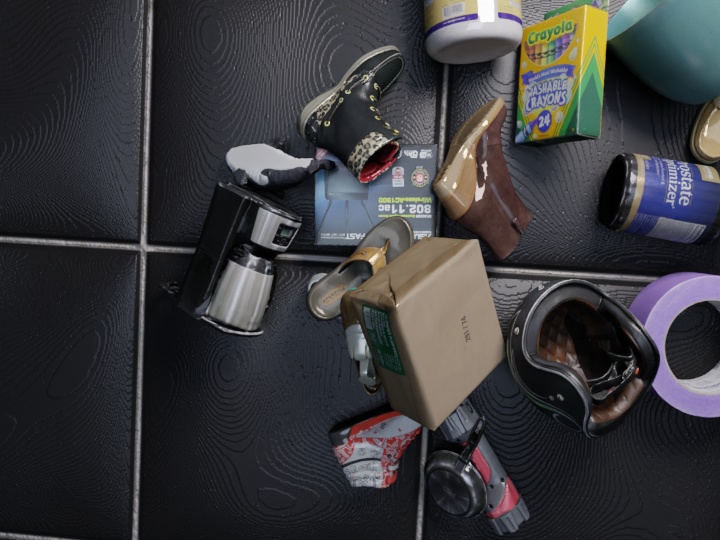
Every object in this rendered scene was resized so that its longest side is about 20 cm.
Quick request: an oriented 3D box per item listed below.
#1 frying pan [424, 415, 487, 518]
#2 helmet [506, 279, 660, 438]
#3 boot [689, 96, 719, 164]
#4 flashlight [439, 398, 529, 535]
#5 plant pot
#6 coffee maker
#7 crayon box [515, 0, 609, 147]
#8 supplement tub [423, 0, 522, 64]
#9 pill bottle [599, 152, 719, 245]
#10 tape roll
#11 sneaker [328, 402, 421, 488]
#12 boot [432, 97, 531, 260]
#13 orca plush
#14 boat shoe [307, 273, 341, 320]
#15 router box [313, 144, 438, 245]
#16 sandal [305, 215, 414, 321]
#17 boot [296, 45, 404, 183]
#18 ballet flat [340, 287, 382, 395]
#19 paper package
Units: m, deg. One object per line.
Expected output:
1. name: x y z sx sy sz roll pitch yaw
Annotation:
1. frying pan: 0.162 0.316 0.927 0.116 0.031 0.191 50 132 13
2. helmet: 0.303 0.117 0.871 0.201 0.199 0.191 -50 47 5
3. boot: 0.561 -0.247 0.847 0.072 0.155 0.202 38 95 1
4. flashlight: 0.188 0.309 0.956 0.068 0.067 0.203 -34 87 42
5. plant pot: 0.462 -0.334 0.838 0.161 0.201 0.201 43 96 -9
6. coffee maker: -0.204 -0.027 0.932 0.187 0.135 0.205 22 94 4
7. crayon box: 0.289 -0.291 0.880 0.050 0.125 0.207 2 93 -28
8. supplement tub: 0.158 -0.419 0.875 0.141 0.145 0.207 -3 93 5
9. pill bottle: 0.463 -0.100 0.886 0.194 0.112 0.116 10 94 4
10. tape roll: 0.503 0.107 0.908 0.193 0.085 0.207 0 93 5
11. sneaker: 0.054 0.272 0.963 0.197 0.067 0.111 -22 92 9
12. boot: 0.206 -0.141 0.933 0.166 0.072 0.203 40 72 -20
13. orca plush: -0.123 -0.148 0.938 0.194 0.107 0.072 -1 138 26
14. boat shoe: 0.003 0.066 0.951 0.196 0.072 0.072 25 95 3
15. router box: 0.024 -0.115 0.944 0.193 0.062 0.155 0 94 5
16. sandal: 0.000 0.000 0.891 0.198 0.055 0.083 -36 88 1
17. boot: 0.022 -0.229 0.891 0.202 0.074 0.154 -40 60 -11
18. ballet flat: 0.007 0.117 0.901 0.066 0.074 0.203 1 137 12
19. paper package: 0.102 0.081 0.860 0.189 0.102 0.205 -35 118 -33
